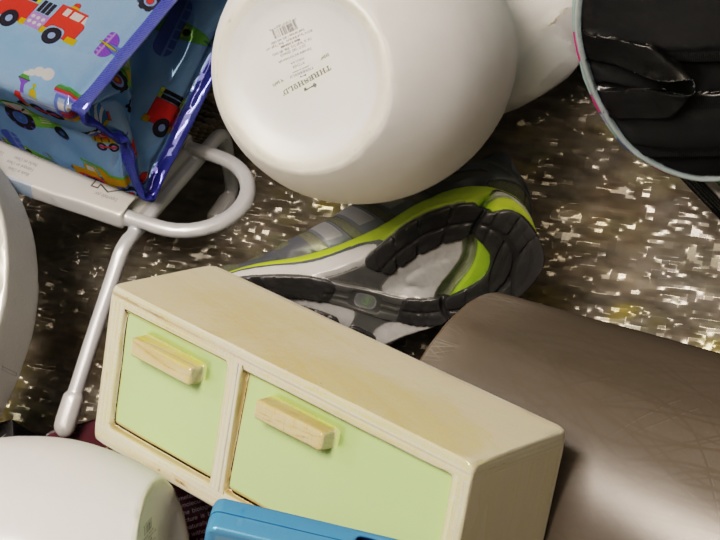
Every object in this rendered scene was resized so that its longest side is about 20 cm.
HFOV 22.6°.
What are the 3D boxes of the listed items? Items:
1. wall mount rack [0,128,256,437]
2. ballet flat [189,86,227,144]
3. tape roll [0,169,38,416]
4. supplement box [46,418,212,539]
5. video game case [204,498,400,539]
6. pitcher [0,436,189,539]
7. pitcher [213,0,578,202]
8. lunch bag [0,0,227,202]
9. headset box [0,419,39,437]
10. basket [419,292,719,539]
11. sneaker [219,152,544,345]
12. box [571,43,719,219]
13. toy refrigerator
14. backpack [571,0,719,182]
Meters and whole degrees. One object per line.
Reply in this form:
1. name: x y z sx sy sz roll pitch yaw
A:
1. wall mount rack: -0.154 -0.018 0.898 0.200 0.075 0.174 18 48 21
2. ballet flat: -0.152 -0.118 0.976 0.200 0.046 0.067 23 77 22
3. tape roll: -0.252 0.014 0.866 0.203 0.037 0.203 -5 74 16
4. supplement box: -0.073 0.159 0.840 0.109 0.061 0.200 -17 67 9
5. video game case: 0.033 0.159 0.690 0.200 0.143 0.018 13 44 2
6. pitcher: -0.182 0.141 0.741 0.200 0.172 0.121 -5 107 10
7. pitcher: -0.002 -0.088 0.824 0.172 0.200 0.121 -28 89 27
8. lunch bag: -0.125 -0.157 0.874 0.151 0.094 0.200 22 72 23
9. headset box: -0.240 0.170 0.875 0.200 0.075 0.149 -13 67 11
10. basket: 0.120 0.099 0.772 0.200 0.136 0.180 24 67 27
11. sneaker: 0.000 0.000 0.881 0.200 0.074 0.081 -17 25 22
12. box: 0.181 -0.100 0.880 0.110 0.035 0.200 -39 65 -1
13. toy refrigerator: -0.021 0.069 0.751 0.200 0.070 0.076 25 114 35
14. backpack: 0.190 -0.131 0.776 0.200 0.178 0.151 -14 44 15
